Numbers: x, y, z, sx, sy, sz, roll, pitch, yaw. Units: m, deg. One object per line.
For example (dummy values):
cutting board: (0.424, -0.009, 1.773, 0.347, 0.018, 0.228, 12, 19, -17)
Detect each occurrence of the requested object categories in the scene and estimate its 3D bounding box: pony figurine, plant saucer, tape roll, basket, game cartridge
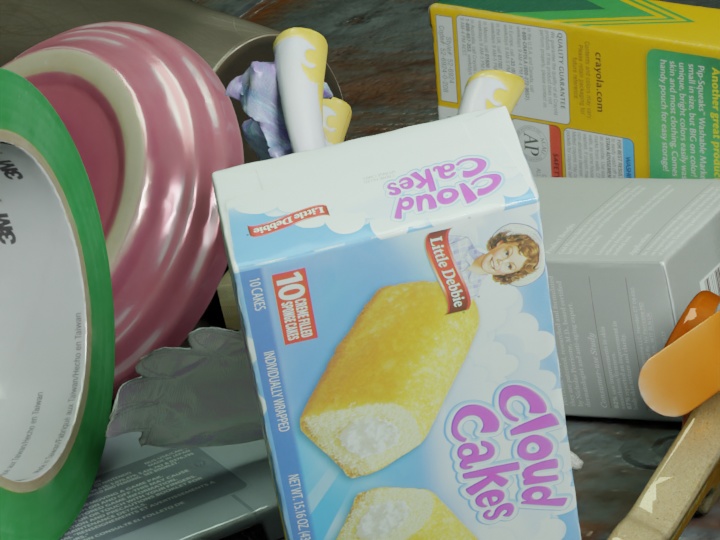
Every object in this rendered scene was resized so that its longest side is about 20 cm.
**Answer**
pony figurine: (0.000, 0.000, 1.198, 0.193, 0.200, 0.167, 10, -34, -28)
plant saucer: (-0.149, -0.032, 1.410, 0.200, 0.201, 0.051, 5, -12, 37)
tape roll: (-0.162, 0.018, 1.168, 0.048, 0.201, 0.200, -5, 22, 19)
basket: (-0.116, -0.079, 1.517, 0.200, 0.181, 0.136, 9, 17, 44)
game cartridge: (-0.120, 0.117, 1.222, 0.200, 0.041, 0.133, -19, 26, -21)

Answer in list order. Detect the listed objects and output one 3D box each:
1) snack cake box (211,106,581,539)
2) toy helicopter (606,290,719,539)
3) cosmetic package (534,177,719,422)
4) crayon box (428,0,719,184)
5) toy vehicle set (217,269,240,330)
snack cake box: (0.018, 0.046, 1.089, 0.115, 0.200, 0.067, -12, 37, -3)
toy helicopter: (0.140, 0.063, 1.123, 0.079, 0.132, 0.200, 29, 53, 12)
cosmetic package: (0.079, 0.010, 1.328, 0.200, 0.090, 0.107, 0, 23, 34)
crayon box: (0.133, -0.064, 1.363, 0.200, 0.126, 0.052, 13, 30, 33)
toy vehicle set: (0.038, -0.012, 1.483, 0.200, 0.027, 0.124, -4, 22, 18)
